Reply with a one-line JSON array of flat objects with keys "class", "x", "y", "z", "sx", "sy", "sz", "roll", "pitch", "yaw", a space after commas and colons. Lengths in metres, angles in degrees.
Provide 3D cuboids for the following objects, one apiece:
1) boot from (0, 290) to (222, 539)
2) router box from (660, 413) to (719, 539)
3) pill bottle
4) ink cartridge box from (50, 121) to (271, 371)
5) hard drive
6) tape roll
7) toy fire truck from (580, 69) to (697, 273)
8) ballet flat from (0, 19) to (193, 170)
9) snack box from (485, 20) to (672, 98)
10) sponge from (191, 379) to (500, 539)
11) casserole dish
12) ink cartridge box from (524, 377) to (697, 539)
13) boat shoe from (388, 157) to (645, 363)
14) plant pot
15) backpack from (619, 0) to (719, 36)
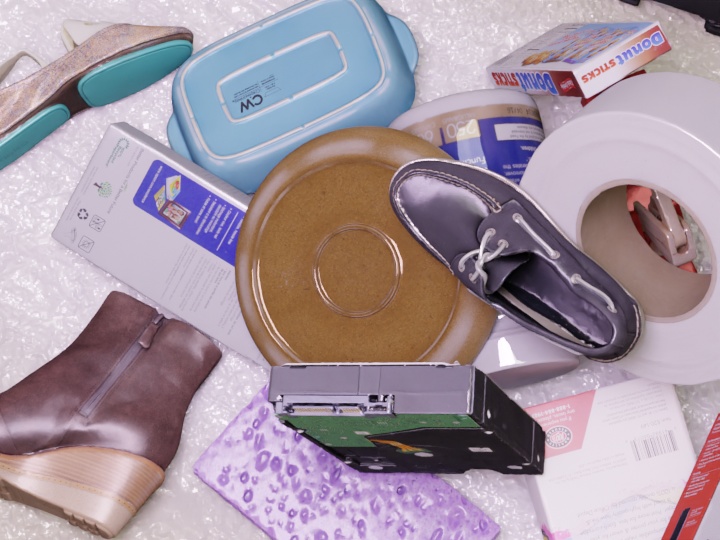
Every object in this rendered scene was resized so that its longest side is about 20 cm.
[{"class": "boot", "x": -0.218, "y": 0.087, "z": 1.608, "sx": 0.199, "sy": 0.072, "sz": 0.167, "roll": 24, "pitch": 66, "yaw": 6}, {"class": "router box", "x": 0.298, "y": 0.219, "z": 1.524, "sx": 0.200, "sy": 0.049, "sz": 0.180, "roll": 35, "pitch": 64, "yaw": -13}, {"class": "pill bottle", "x": 0.091, "y": -0.019, "z": 1.596, "sx": 0.115, "sy": 0.116, "sz": 0.201, "roll": -11, "pitch": 77, "yaw": -3}, {"class": "ink cartridge box", "x": -0.117, "y": -0.017, "z": 1.618, "sx": 0.200, "sy": 0.039, "sz": 0.100, "roll": 32, "pitch": 102, "yaw": 8}, {"class": "hard drive", "x": 0.035, "y": 0.100, "z": 1.480, "sx": 0.139, "sy": 0.200, "sz": 0.038, "roll": -1, "pitch": 74, "yaw": 19}, {"class": "tape roll", "x": 0.204, "y": -0.027, "z": 1.483, "sx": 0.202, "sy": 0.203, "sz": 0.071, "roll": 43, "pitch": 46, "yaw": 9}, {"class": "toy fire truck", "x": 0.213, "y": -0.029, "z": 1.585, "sx": 0.049, "sy": 0.141, "sz": 0.201, "roll": -22, "pitch": 78, "yaw": -5}, {"class": "ballet flat", "x": -0.221, "y": -0.145, "z": 1.651, "sx": 0.199, "sy": 0.068, "sz": 0.067, "roll": -30, "pitch": 72, "yaw": -8}, {"class": "snack box", "x": 0.152, "y": -0.151, "z": 1.586, "sx": 0.072, "sy": 0.200, "sz": 0.024, "roll": -30, "pitch": 102, "yaw": -9}, {"class": "sponge", "x": -0.010, "y": 0.165, "z": 1.597, "sx": 0.200, "sy": 0.030, "sz": 0.112, "roll": 39, "pitch": 79, "yaw": 9}, {"class": "casserole dish", "x": -0.054, "y": -0.137, "z": 1.643, "sx": 0.199, "sy": 0.039, "sz": 0.122, "roll": -25, "pitch": 70, "yaw": 5}, {"class": "ink cartridge box", "x": 0.189, "y": 0.185, "z": 1.574, "sx": 0.116, "sy": 0.068, "sz": 0.201, "roll": -14, "pitch": 76, "yaw": -4}, {"class": "boat shoe", "x": 0.099, "y": -0.009, "z": 1.469, "sx": 0.200, "sy": 0.063, "sz": 0.073, "roll": 37, "pitch": 104, "yaw": 10}, {"class": "plant pot", "x": 0.000, "y": 0.000, "z": 1.547, "sx": 0.199, "sy": 0.027, "sz": 0.201, "roll": 1, "pitch": 93, "yaw": 20}, {"class": "backpack", "x": 0.267, "y": -0.300, "z": 1.651, "sx": 0.177, "sy": 0.151, "sz": 0.201, "roll": 19, "pitch": 73, "yaw": 5}]
